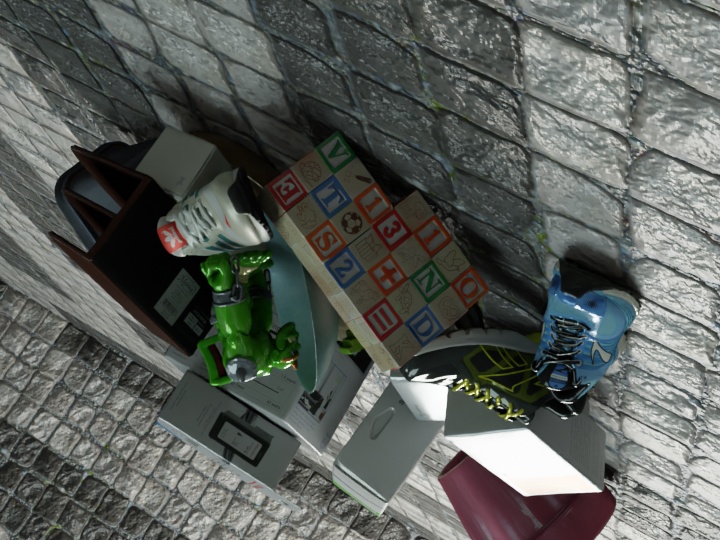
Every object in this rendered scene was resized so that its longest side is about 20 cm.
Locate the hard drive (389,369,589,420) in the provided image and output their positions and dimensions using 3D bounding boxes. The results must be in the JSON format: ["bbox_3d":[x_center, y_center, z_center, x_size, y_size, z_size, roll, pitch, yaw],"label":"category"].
[{"bbox_3d":[0.143,0.133,1.352,0.197,0.027,0.132,-1,153,18],"label":"hard drive"}]

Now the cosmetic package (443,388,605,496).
[{"bbox_3d":[0.178,0.174,1.313,0.100,0.072,0.200,-10,148,32],"label":"cosmetic package"}]

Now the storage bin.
[{"bbox_3d":[-0.240,-0.067,1.479,0.133,0.146,0.202,-12,115,50],"label":"storage bin"}]

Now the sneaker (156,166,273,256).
[{"bbox_3d":[-0.139,-0.041,1.139,0.071,0.092,0.200,65,172,-3],"label":"sneaker"}]

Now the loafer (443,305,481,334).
[{"bbox_3d":[0.092,0.076,1.351,0.072,0.072,0.200,23,162,32],"label":"loafer"}]

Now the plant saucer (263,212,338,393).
[{"bbox_3d":[-0.055,0.019,1.237,0.201,0.038,0.205,168,90,-78],"label":"plant saucer"}]

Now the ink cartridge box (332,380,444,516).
[{"bbox_3d":[0.037,0.216,1.533,0.084,0.146,0.200,35,167,7],"label":"ink cartridge box"}]

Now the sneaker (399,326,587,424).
[{"bbox_3d":[0.134,0.102,1.172,0.197,0.086,0.074,0,164,-15],"label":"sneaker"}]

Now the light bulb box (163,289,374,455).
[{"bbox_3d":[-0.092,0.078,1.492,0.196,0.202,0.125,23,164,31],"label":"light bulb box"}]

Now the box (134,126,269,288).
[{"bbox_3d":[-0.151,-0.059,1.308,0.081,0.069,0.201,23,161,33],"label":"box"}]

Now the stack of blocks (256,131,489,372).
[{"bbox_3d":[0.010,-0.024,1.128,0.201,0.115,0.059,53,163,-3],"label":"stack of blocks"}]

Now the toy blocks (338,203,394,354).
[{"bbox_3d":[0.000,0.000,1.242,0.199,0.099,0.139,-1,110,66],"label":"toy blocks"}]

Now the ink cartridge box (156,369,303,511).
[{"bbox_3d":[-0.141,0.203,1.462,0.199,0.068,0.116,34,166,-3],"label":"ink cartridge box"}]

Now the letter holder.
[{"bbox_3d":[-0.239,-0.022,1.283,0.141,0.101,0.200,25,162,35],"label":"letter holder"}]

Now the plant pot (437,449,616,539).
[{"bbox_3d":[0.203,0.296,1.611,0.179,0.200,0.200,48,165,3],"label":"plant pot"}]

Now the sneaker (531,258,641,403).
[{"bbox_3d":[0.191,0.063,1.077,0.078,0.091,0.201,26,162,23],"label":"sneaker"}]

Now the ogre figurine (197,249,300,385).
[{"bbox_3d":[-0.113,0.047,1.212,0.096,0.122,0.200,-7,177,-16],"label":"ogre figurine"}]

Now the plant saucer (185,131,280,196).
[{"bbox_3d":[-0.130,-0.093,1.356,0.199,0.036,0.201,32,164,10],"label":"plant saucer"}]
